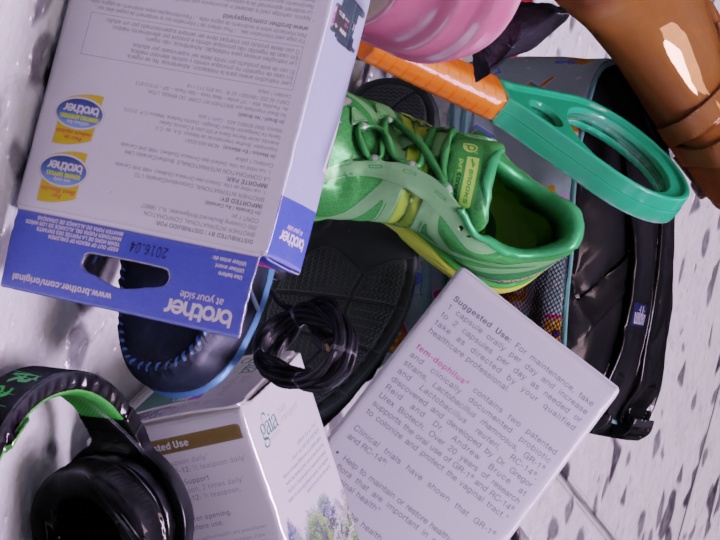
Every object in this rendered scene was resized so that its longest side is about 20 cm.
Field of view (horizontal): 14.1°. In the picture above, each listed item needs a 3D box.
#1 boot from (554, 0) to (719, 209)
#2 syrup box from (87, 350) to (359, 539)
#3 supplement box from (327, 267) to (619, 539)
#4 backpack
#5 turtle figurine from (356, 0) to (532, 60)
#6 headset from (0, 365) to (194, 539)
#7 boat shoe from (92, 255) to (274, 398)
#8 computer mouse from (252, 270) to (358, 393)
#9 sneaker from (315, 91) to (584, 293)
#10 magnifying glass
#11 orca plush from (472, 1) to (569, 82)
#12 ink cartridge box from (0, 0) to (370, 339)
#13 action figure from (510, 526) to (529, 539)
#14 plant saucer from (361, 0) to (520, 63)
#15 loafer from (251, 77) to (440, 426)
[{"bbox_3d":[0.164,-0.102,1.482,0.155,0.074,0.200,64,18,2],"label":"boot"},{"bbox_3d":[-0.045,0.145,1.303,0.079,0.081,0.201,-45,118,-66],"label":"syrup box"},{"bbox_3d":[0.023,0.111,1.419,0.200,0.103,0.101,-53,176,-10],"label":"supplement box"},{"bbox_3d":[0.094,-0.019,1.582,0.176,0.153,0.201,14,86,-66],"label":"backpack"},{"bbox_3d":[0.037,-0.183,1.428,0.200,0.100,0.150,47,54,-58],"label":"turtle figurine"},{"bbox_3d":[-0.105,0.131,1.209,0.124,0.094,0.200,-59,141,-36],"label":"headset"},{"bbox_3d":[-0.078,-0.046,1.240,0.069,0.084,0.201,53,35,-55],"label":"boat shoe"},{"bbox_3d":[-0.033,0.007,1.260,0.034,0.200,0.059,33,100,-27],"label":"computer mouse"},{"bbox_3d":[0.025,-0.050,1.394,0.200,0.083,0.074,21,66,-33],"label":"sneaker"},{"bbox_3d":[0.082,-0.076,1.438,0.022,0.200,0.080,-51,-148,22],"label":"magnifying glass"},{"bbox_3d":[0.054,-0.188,1.275,0.105,0.071,0.200,99,-30,-57],"label":"orca plush"},{"bbox_3d":[-0.065,-0.076,1.162,0.042,0.119,0.201,31,72,-62],"label":"ink cartridge box"},{"bbox_3d":[0.063,0.228,1.588,0.200,0.104,0.194,-15,113,-38],"label":"action figure"},{"bbox_3d":[0.000,-0.182,1.231,0.051,0.200,0.201,-18,125,-27],"label":"plant saucer"},{"bbox_3d":[0.000,0.000,1.469,0.063,0.072,0.200,78,28,-60],"label":"loafer"}]
